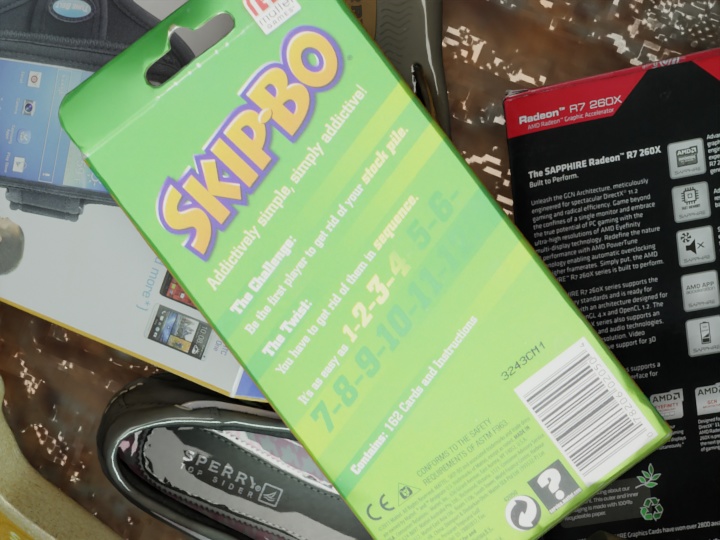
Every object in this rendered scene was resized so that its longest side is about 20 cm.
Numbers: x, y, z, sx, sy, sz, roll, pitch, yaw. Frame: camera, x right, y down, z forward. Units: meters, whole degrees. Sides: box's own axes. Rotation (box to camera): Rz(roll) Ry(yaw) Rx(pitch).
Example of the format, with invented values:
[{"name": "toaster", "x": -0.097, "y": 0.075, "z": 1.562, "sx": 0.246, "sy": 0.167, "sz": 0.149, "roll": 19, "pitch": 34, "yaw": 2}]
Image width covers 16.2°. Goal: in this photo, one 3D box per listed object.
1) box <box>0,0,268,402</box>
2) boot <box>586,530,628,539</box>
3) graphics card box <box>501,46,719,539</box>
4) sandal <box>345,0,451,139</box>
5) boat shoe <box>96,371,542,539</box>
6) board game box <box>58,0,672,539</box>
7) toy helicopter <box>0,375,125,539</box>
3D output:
[{"name": "box", "x": -0.080, "y": -0.037, "z": 0.855, "sx": 0.200, "sy": 0.041, "sz": 0.119, "roll": 21, "pitch": 92, "yaw": 24}, {"name": "boot", "x": 0.071, "y": 0.171, "z": 0.795, "sx": 0.075, "sy": 0.074, "sz": 0.200, "roll": 19, "pitch": 126, "yaw": -10}, {"name": "graphics card box", "x": 0.119, "y": 0.029, "z": 0.829, "sx": 0.125, "sy": 0.051, "sz": 0.200, "roll": -11, "pitch": 72, "yaw": 21}, {"name": "sandal", "x": 0.005, "y": -0.040, "z": 0.871, "sx": 0.082, "sy": 0.055, "sz": 0.200, "roll": -3, "pitch": 94, "yaw": 4}, {"name": "boat shoe", "x": 0.003, "y": 0.090, "z": 0.862, "sx": 0.200, "sy": 0.057, "sz": 0.067, "roll": 20, "pitch": 98, "yaw": 0}, {"name": "board game box", "x": 0.000, "y": 0.000, "z": 0.797, "sx": 0.096, "sy": 0.030, "sz": 0.200, "roll": -37, "pitch": 93, "yaw": 3}, {"name": "toy helicopter", "x": -0.128, "y": 0.079, "z": 0.848, "sx": 0.200, "sy": 0.132, "sz": 0.079, "roll": 35, "pitch": 51, "yaw": 13}]
